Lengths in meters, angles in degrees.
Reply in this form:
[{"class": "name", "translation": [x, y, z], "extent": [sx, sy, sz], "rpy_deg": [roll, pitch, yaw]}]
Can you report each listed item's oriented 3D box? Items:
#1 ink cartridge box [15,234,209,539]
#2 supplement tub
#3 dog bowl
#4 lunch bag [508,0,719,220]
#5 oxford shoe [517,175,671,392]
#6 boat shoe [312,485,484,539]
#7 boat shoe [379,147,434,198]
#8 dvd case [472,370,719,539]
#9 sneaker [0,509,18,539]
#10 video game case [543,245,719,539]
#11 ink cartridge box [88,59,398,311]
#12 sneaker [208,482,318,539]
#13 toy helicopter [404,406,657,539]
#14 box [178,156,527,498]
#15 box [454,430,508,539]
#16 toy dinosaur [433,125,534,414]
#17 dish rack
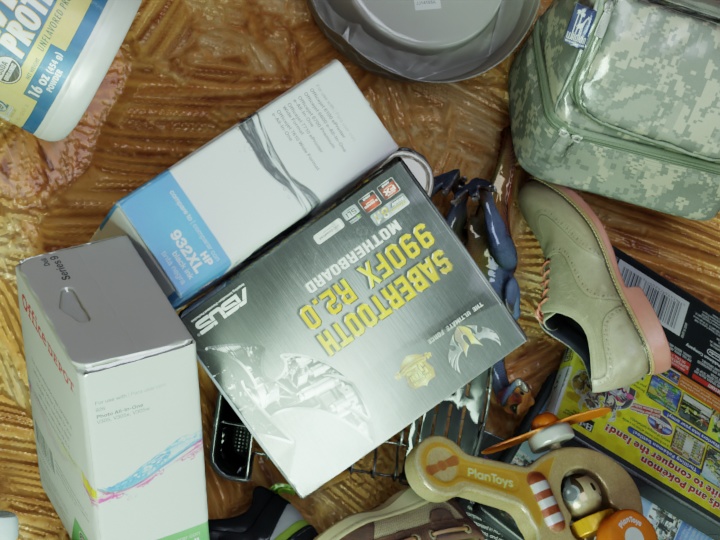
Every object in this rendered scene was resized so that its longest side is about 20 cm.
[{"class": "ink cartridge box", "translation": [-0.168, 0.100, 1.370], "extent": [0.087, 0.145, 0.201], "rpy_deg": [-16, 127, -19]}, {"class": "supplement tub", "translation": [-0.269, -0.196, 1.428], "extent": [0.200, 0.145, 0.145], "rpy_deg": [27, 74, -13]}, {"class": "dog bowl", "translation": [0.044, -0.240, 1.584], "extent": [0.199, 0.059, 0.201], "rpy_deg": [3, 81, -17]}, {"class": "lunch bag", "translation": [0.227, -0.150, 1.554], "extent": [0.199, 0.168, 0.140], "rpy_deg": [15, 45, -16]}, {"class": "oxford shoe", "translation": [0.162, 0.006, 1.551], "extent": [0.075, 0.071, 0.200], "rpy_deg": [-24, 56, -9]}, {"class": "boat shoe", "translation": [0.013, 0.214, 1.412], "extent": [0.072, 0.072, 0.200], "rpy_deg": [42, 39, 23]}, {"class": "boat shoe", "translation": [0.000, 0.000, 1.533], "extent": [0.067, 0.057, 0.200], "rpy_deg": [27, 91, -3]}, {"class": "dvd case", "translation": [0.195, 0.190, 1.550], "extent": [0.200, 0.018, 0.143], "rpy_deg": [38, 58, -6]}, {"class": "sneaker", "translation": [-0.336, 0.206, 1.393], "extent": [0.199, 0.073, 0.071], "rpy_deg": [-6, 93, -10]}, {"class": "video game case", "translation": [0.250, 0.102, 1.592], "extent": [0.200, 0.025, 0.181], "rpy_deg": [31, 55, -12]}, {"class": "ink cartridge box", "translation": [-0.087, -0.053, 1.464], "extent": [0.200, 0.145, 0.084], "rpy_deg": [-35, 89, -19]}, {"class": "sneaker", "translation": [-0.121, 0.228, 1.468], "extent": [0.200, 0.072, 0.083], "rpy_deg": [-33, 69, -21]}, {"class": "toy helicopter", "translation": [0.122, 0.153, 1.465], "extent": [0.199, 0.079, 0.133], "rpy_deg": [17, 59, -25]}, {"class": "box", "translation": [-0.007, 0.040, 1.425], "extent": [0.200, 0.048, 0.159], "rpy_deg": [-35, 97, 4]}, {"class": "box", "translation": [0.120, 0.241, 1.551], "extent": [0.143, 0.036, 0.201], "rpy_deg": [24, 77, -15]}, {"class": "toy dinosaur", "translation": [0.111, 0.012, 1.559], "extent": [0.200, 0.105, 0.182], "rpy_deg": [-38, 115, -32]}, {"class": "dish rack", "translation": [-0.003, 0.088, 1.482], "extent": [0.199, 0.055, 0.154], "rpy_deg": [9, 100, 0]}]
